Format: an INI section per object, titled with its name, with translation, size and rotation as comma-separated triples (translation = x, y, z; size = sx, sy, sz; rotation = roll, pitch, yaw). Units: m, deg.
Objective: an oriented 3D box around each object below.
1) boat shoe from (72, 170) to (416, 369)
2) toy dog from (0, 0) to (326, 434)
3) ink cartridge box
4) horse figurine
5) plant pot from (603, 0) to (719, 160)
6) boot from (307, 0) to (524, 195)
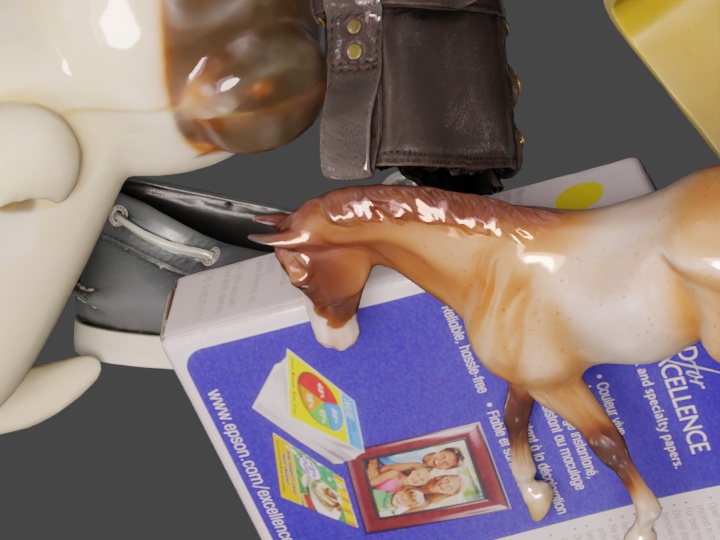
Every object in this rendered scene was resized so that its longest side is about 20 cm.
[boat shoe]
translation = 0.000, 0.000, 0.890
size = 0.199, 0.073, 0.062
rotation = 1, 98, 19
[toy dog]
translation = -0.102, -0.039, 0.812
size = 0.200, 0.140, 0.194
rotation = -38, 120, 11
[ink cartridge box]
translation = 0.068, 0.062, 0.839
size = 0.199, 0.047, 0.198
rotation = -14, 123, 14
[horse figurine]
translation = 0.084, 0.019, 0.735
size = 0.199, 0.050, 0.133
rotation = -6, 125, 33
[plant pot]
translation = 0.201, -0.068, 0.780
size = 0.176, 0.200, 0.200
rotation = -38, 84, -2
[boot]
translation = 0.023, -0.109, 0.815
size = 0.069, 0.200, 0.175
rotation = -4, 96, 26
